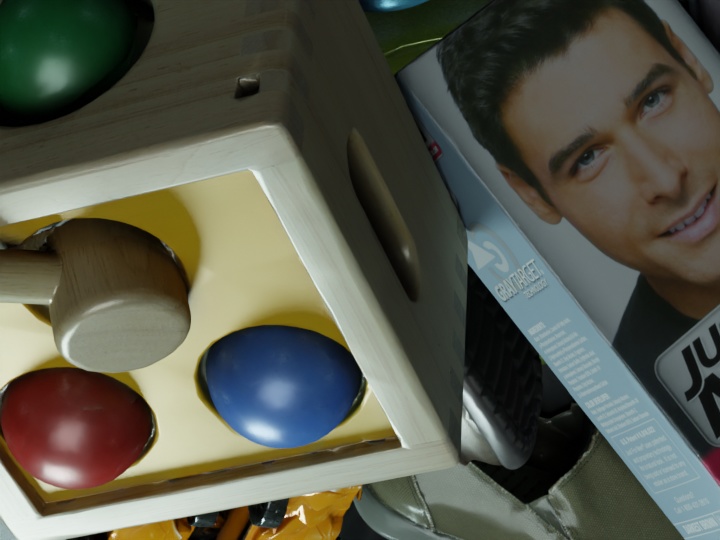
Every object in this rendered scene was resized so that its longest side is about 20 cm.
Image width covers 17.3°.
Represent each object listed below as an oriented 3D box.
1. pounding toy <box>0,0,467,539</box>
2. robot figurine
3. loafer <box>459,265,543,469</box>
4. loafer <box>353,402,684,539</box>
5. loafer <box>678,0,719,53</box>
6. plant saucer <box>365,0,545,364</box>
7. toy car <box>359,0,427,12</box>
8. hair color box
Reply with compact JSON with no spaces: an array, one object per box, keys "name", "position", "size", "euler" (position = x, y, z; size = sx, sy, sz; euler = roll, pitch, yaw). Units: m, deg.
[{"name":"pounding toy","position":[-0.085,-0.007,0.714],"size":[0.183,0.143,0.201],"euler":[-12,135,17]},{"name":"robot figurine","position":[-0.067,0.104,0.999],"size":[0.144,0.059,0.200],"euler":[4,150,-18]},{"name":"loafer","position":[0.000,0.000,0.907],"size":[0.071,0.073,0.200],"euler":[-24,115,32]},{"name":"loafer","position":[0.096,0.102,0.998],"size":[0.198,0.075,0.070],"euler":[16,130,-2]},{"name":"loafer","position":[0.140,-0.116,0.814],"size":[0.062,0.072,0.201],"euler":[9,144,11]},{"name":"plant saucer","position":[0.045,-0.034,0.933],"size":[0.198,0.031,0.201],"euler":[2,124,3]},{"name":"toy car","position":[0.019,-0.149,0.744],"size":[0.199,0.177,0.185],"euler":[4,130,39]},{"name":"hair color box","position":[0.102,-0.009,0.807],"size":[0.200,0.099,0.061],"euler":[52,163,2]}]
